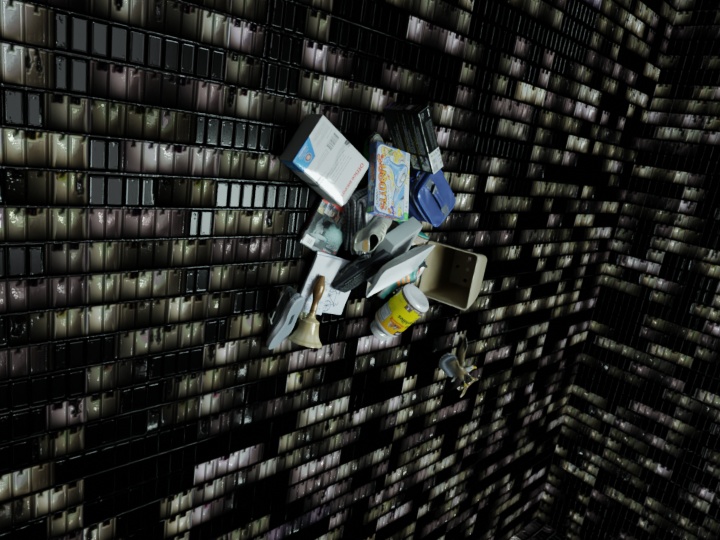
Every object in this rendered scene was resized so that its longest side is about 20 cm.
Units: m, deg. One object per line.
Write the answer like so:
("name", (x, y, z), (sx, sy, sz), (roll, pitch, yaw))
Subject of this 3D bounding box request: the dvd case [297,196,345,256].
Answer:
("dvd case", (-0.087, -0.144, 1.511), (0.146, 0.022, 0.202), (30, 84, -47))

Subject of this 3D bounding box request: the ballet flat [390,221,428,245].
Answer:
("ballet flat", (0.147, -0.120, 1.730), (0.199, 0.068, 0.068), (23, 110, -41))

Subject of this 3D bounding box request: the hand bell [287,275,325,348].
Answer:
("hand bell", (-0.136, 0.112, 1.507), (0.104, 0.104, 0.202), (13, 94, -46))

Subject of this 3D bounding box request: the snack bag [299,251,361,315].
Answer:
("snack bag", (-0.092, 0.049, 1.569), (0.199, 0.021, 0.190), (15, 103, -46))

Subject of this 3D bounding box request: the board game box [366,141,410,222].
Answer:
("board game box", (0.080, -0.249, 1.479), (0.134, 0.034, 0.203), (8, 80, -40))

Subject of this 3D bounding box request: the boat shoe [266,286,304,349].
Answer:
("boat shoe", (-0.225, 0.132, 1.456), (0.073, 0.068, 0.200), (-20, 145, -50))

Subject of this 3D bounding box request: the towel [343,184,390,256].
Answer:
("towel", (0.024, -0.154, 1.552), (0.165, 0.085, 0.202), (-38, 141, -45))

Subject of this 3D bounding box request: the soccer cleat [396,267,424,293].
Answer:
("soccer cleat", (0.153, 0.038, 1.800), (0.073, 0.068, 0.201), (29, 86, -27))

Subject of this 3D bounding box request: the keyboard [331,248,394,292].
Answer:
("keyboard", (0.000, 0.000, 1.528), (0.199, 0.021, 0.127), (-35, 144, 19))

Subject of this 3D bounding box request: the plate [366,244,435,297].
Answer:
("plate", (0.112, -0.005, 1.583), (0.198, 0.032, 0.200), (-28, 166, -25))

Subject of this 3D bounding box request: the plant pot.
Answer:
("plant pot", (0.354, 0.008, 1.894), (0.176, 0.198, 0.202), (-9, 113, -53))

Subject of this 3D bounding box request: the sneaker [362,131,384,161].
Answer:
("sneaker", (0.075, -0.327, 1.548), (0.078, 0.085, 0.201), (-50, 133, -17))

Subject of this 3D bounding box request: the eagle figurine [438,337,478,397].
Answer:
("eagle figurine", (0.417, 0.396, 2.177), (0.201, 0.150, 0.152), (61, 15, -8))

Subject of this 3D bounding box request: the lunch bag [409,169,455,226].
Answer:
("lunch bag", (0.215, -0.248, 1.683), (0.136, 0.132, 0.200), (-54, 136, -13))

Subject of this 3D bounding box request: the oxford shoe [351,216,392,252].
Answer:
("oxford shoe", (0.047, -0.106, 1.470), (0.200, 0.057, 0.076), (-42, 140, -47))

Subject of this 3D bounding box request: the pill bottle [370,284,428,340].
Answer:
("pill bottle", (0.124, 0.145, 1.727), (0.109, 0.110, 0.200), (15, 130, -46))

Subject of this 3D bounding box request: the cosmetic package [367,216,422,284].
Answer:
("cosmetic package", (0.098, -0.060, 1.621), (0.150, 0.052, 0.201), (-38, 164, -40))

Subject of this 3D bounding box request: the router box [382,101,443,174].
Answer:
("router box", (0.157, -0.395, 1.553), (0.051, 0.149, 0.201), (-41, 131, -23))

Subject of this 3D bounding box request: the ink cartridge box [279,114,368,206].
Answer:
("ink cartridge box", (-0.093, -0.290, 1.383), (0.200, 0.086, 0.147), (39, 78, -40))

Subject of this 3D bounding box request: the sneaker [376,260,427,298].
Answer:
("sneaker", (0.142, 0.030, 1.733), (0.080, 0.071, 0.200), (43, 91, -10))
